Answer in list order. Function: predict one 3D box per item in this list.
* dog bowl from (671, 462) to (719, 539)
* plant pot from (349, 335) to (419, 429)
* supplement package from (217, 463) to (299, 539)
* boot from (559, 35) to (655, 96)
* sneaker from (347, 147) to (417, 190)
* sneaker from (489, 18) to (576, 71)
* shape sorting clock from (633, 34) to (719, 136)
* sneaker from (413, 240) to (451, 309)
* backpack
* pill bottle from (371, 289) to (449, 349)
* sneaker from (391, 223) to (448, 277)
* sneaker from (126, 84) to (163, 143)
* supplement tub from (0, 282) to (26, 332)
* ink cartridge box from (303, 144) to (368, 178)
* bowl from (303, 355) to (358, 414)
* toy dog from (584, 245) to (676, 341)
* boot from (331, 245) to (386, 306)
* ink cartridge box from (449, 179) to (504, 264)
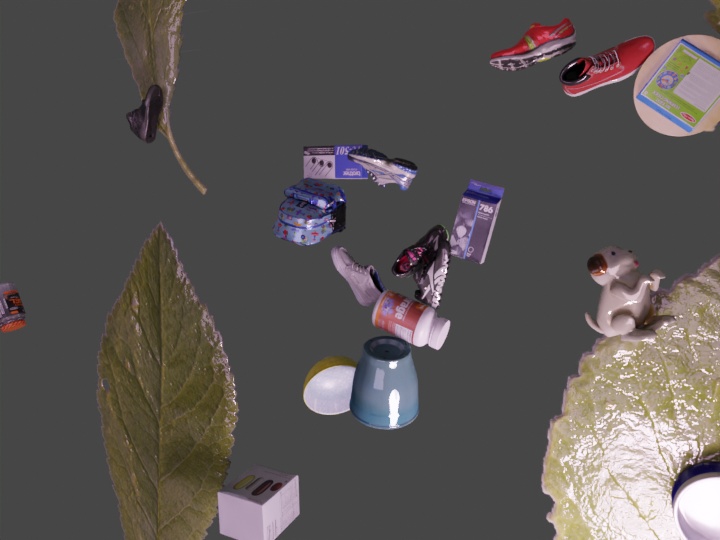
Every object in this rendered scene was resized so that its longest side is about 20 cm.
[{"bbox_3d":[0.809,0.539,1.153,0.197,0.079,0.204,4,99,26],"label":"dog bowl"},{"bbox_3d":[0.067,0.292,1.416,0.197,0.200,0.191,12,114,25],"label":"plant pot"},{"bbox_3d":[-0.334,0.772,1.715,0.188,0.199,0.150,2,99,26],"label":"supplement package"},{"bbox_3d":[0.534,-0.450,1.118,0.198,0.144,0.074,-23,85,27],"label":"boot"},{"bbox_3d":[0.052,-0.272,1.418,0.197,0.077,0.086,20,120,6],"label":"sneaker"},{"bbox_3d":[0.402,-0.535,1.221,0.197,0.077,0.087,-12,87,18],"label":"sneaker"},{"bbox_3d":[0.692,-0.391,1.102,0.197,0.039,0.204,5,104,21],"label":"shape sorting clock"},{"bbox_3d":[0.187,0.009,1.378,0.089,0.067,0.203,13,121,8],"label":"sneaker"},{"bbox_3d":[-0.153,-0.162,1.474,0.180,0.200,0.136,22,126,23],"label":"backpack"},{"bbox_3d":[0.140,0.138,1.426,0.198,0.112,0.114,22,107,22],"label":"pill bottle"},{"bbox_3d":[0.162,-0.044,1.403,0.077,0.083,0.200,50,116,12],"label":"sneaker"},{"bbox_3d":[-0.762,-0.563,1.815,0.113,0.076,0.202,29,115,14],"label":"sneaker"},{"bbox_3d":[-1.591,0.166,2.326,0.121,0.122,0.203,-24,86,28],"label":"supplement tub"},{"bbox_3d":[-0.074,-0.316,1.510,0.197,0.044,0.096,6,102,26],"label":"ink cartridge box"},{"bbox_3d":[-0.082,0.323,1.557,0.201,0.198,0.108,-56,31,22],"label":"bowl"},{"bbox_3d":[0.595,0.042,1.178,0.193,0.138,0.203,-15,92,65],"label":"toy dog"},{"bbox_3d":[0.000,0.000,1.495,0.095,0.073,0.202,-34,90,41],"label":"boot"},{"bbox_3d":[0.298,-0.128,1.347,0.098,0.039,0.203,19,105,25],"label":"ink cartridge box"}]
